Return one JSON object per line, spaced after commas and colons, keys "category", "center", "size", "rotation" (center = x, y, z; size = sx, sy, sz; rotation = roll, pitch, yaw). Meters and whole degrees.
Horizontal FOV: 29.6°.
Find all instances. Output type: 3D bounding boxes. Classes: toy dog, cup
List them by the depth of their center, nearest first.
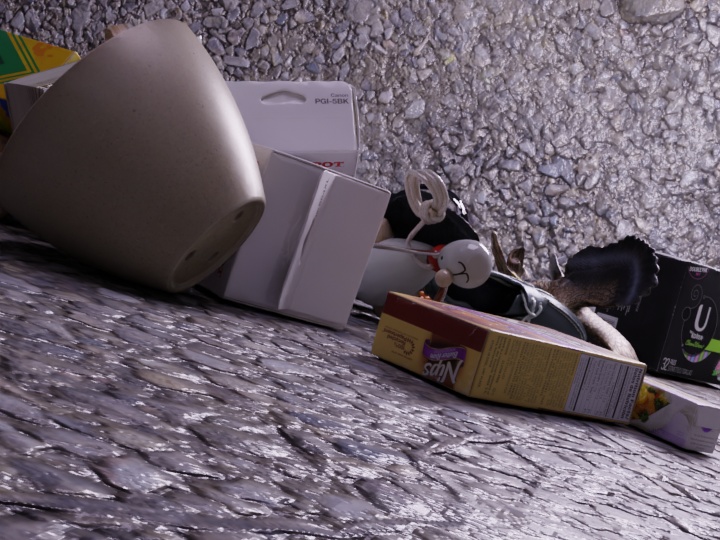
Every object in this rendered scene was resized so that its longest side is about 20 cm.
{"category": "cup", "center": [-0.157, -0.068, 1.041], "size": [0.143, 0.200, 0.200], "rotation": [46, 10, 10]}
{"category": "toy dog", "center": [0.032, 0.004, 1.271], "size": [0.132, 0.096, 0.200], "rotation": [54, -26, 6]}

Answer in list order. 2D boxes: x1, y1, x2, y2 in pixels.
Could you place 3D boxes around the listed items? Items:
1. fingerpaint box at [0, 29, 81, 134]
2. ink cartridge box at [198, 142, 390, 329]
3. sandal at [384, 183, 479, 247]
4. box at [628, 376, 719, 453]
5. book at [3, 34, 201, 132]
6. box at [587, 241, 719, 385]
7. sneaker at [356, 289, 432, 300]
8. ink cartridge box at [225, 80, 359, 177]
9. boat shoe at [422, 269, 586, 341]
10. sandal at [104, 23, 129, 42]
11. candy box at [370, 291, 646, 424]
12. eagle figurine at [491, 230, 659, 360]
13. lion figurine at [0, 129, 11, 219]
{"category": "fingerpaint box", "center": [-0.298, -0.131, 1.271], "size": [0.166, 0.074, 0.200], "rotation": [20, -26, 31]}
{"category": "ink cartridge box", "center": [-0.078, -0.037, 1.175], "size": [0.125, 0.129, 0.200], "rotation": [16, 5, -33]}
{"category": "sandal", "center": [0.062, -0.059, 1.333], "size": [0.076, 0.048, 0.200], "rotation": [55, -16, -22]}
{"category": "box", "center": [0.219, 0.103, 1.157], "size": [0.041, 0.039, 0.200], "rotation": [16, 4, -37]}
{"category": "book", "center": [-0.213, -0.122, 1.195], "size": [0.048, 0.135, 0.200], "rotation": [12, 27, 33]}
{"category": "box", "center": [0.415, 0.060, 1.786], "size": [0.199, 0.150, 0.124], "rotation": [13, 4, -43]}
{"category": "sneaker", "center": [0.000, 0.000, 1.418], "size": [0.199, 0.076, 0.092], "rotation": [16, 0, -38]}
{"category": "ink cartridge box", "center": [-0.082, -0.097, 1.377], "size": [0.146, 0.083, 0.200], "rotation": [-1, -29, -7]}
{"category": "boat shoe", "center": [0.147, 0.042, 1.366], "size": [0.199, 0.073, 0.062], "rotation": [29, 4, -15]}
{"category": "sandal", "center": [-0.231, -0.143, 1.342], "size": [0.069, 0.213, 0.078], "rotation": [-18, -19, -19]}
{"category": "candy box", "center": [0.120, 0.070, 1.081], "size": [0.199, 0.057, 0.116], "rotation": [15, 3, -43]}
{"category": "eagle figurine", "center": [0.242, 0.044, 1.476], "size": [0.199, 0.152, 0.152], "rotation": [7, -21, 30]}
{"category": "lion figurine", "center": [-0.349, -0.096, 1.242], "size": [0.122, 0.073, 0.200], "rotation": [27, -5, -21]}
